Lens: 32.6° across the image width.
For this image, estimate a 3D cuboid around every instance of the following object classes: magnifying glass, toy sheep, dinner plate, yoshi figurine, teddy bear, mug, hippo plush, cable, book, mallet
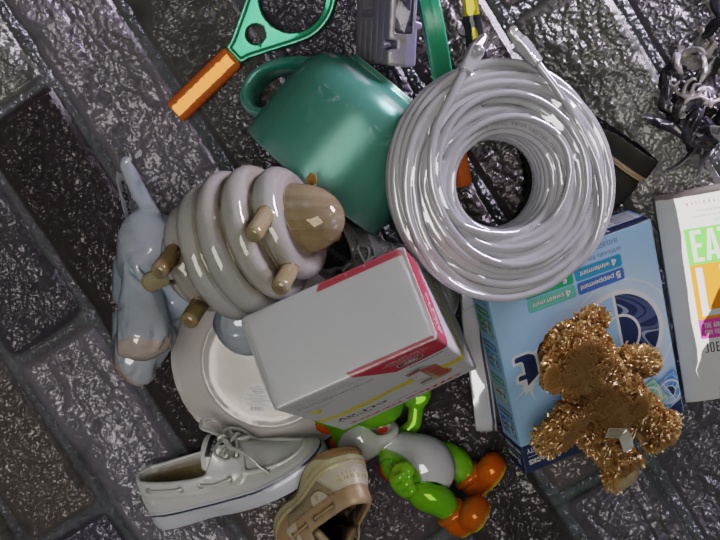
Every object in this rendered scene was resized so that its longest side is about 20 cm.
[{"bbox_3d":[0.075,-0.175,1.130,0.022,0.080,0.200,-13,110,3],"label":"magnifying glass"},{"bbox_3d":[-0.102,-0.020,1.022,0.200,0.138,0.138,-15,99,21],"label":"toy sheep"},{"bbox_3d":[-0.092,0.090,1.220,0.200,0.024,0.201,1,101,5],"label":"dinner plate"},{"bbox_3d":[0.047,0.161,1.178,0.200,0.112,0.112,33,88,-4],"label":"yoshi figurine"},{"bbox_3d":[0.216,0.116,1.105,0.200,0.067,0.145,31,99,-30],"label":"teddy bear"},{"bbox_3d":[-0.105,-0.218,1.165,0.200,0.022,0.080,-42,95,11],"label":"magnifying glass"},{"bbox_3d":[-0.020,-0.133,1.106,0.185,0.152,0.114,40,96,-6],"label":"mug"},{"bbox_3d":[-0.151,0.008,1.161,0.160,0.159,0.200,1,84,-14],"label":"hippo plush"},{"bbox_3d":[0.115,-0.076,1.035,0.200,0.069,0.200,43,82,-13],"label":"cable"},{"bbox_3d":[0.357,0.017,1.162,0.133,0.048,0.200,-11,101,11],"label":"book"},{"bbox_3d":[0.111,-0.246,1.137,0.066,0.041,0.200,-16,104,5],"label":"mallet"}]

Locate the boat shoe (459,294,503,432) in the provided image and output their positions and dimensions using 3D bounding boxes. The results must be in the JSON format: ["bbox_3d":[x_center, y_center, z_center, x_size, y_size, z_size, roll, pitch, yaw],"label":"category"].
[{"bbox_3d":[0.132,0.058,1.171,0.068,0.072,0.200,-6,103,6],"label":"boat shoe"}]

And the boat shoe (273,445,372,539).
[{"bbox_3d":[-0.036,0.243,1.173,0.071,0.065,0.200,-9,146,-21],"label":"boat shoe"}]

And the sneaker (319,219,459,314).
[{"bbox_3d":[0.000,0.000,1.165,0.200,0.082,0.075,27,101,-1],"label":"sneaker"}]

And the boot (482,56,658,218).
[{"bbox_3d":[0.155,-0.097,1.136,0.200,0.077,0.138,32,106,-6],"label":"boot"}]

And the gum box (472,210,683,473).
[{"bbox_3d":[0.201,0.066,1.138,0.170,0.045,0.200,-19,109,-12],"label":"gum box"}]

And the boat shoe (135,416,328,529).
[{"bbox_3d":[-0.133,0.185,1.208,0.202,0.075,0.086,-19,110,21],"label":"boat shoe"}]

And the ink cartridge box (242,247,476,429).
[{"bbox_3d":[0.007,0.065,1.046,0.145,0.200,0.084,-25,74,8],"label":"ink cartridge box"}]

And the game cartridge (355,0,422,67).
[{"bbox_3d":[0.027,-0.283,1.088,0.038,0.130,0.200,1,101,-10],"label":"game cartridge"}]

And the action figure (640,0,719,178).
[{"bbox_3d":[0.323,-0.179,1.096,0.119,0.102,0.200,8,100,-11],"label":"action figure"}]
